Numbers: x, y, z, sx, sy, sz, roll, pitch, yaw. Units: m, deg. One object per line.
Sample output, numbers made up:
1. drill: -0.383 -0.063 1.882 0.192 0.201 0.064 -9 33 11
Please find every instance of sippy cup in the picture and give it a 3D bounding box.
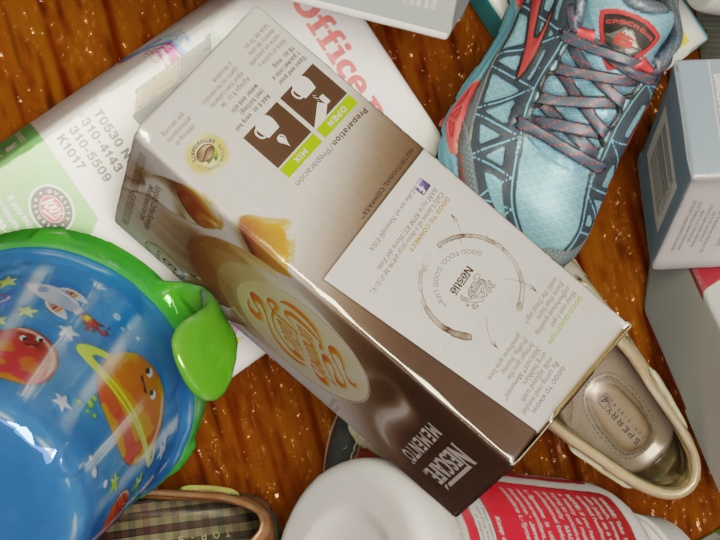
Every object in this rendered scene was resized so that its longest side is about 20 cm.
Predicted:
1. sippy cup: -0.145 0.068 0.947 0.139 0.130 0.178 28 116 -1

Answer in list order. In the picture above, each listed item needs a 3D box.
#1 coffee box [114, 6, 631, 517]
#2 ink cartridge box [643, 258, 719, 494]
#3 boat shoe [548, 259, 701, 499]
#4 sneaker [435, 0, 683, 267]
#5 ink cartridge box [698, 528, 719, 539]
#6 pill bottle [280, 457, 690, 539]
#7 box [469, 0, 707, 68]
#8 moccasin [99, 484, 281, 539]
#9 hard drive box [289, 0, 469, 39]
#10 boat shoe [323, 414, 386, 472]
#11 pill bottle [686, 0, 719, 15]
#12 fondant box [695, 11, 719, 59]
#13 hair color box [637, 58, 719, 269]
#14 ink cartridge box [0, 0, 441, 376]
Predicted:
1. coffee box: 0.000 0.000 0.933 0.200 0.114 0.080 40 71 4
2. ink cartridge box: 0.253 0.026 1.072 0.199 0.146 0.083 -6 130 -9
3. boat shoe: 0.087 0.033 1.030 0.072 0.065 0.200 -44 115 0
4. sneaker: 0.094 -0.093 0.985 0.079 0.096 0.200 21 70 -14
5. ink cartridge box: 0.283 0.167 1.137 0.200 0.076 0.148 -29 101 -4
6. pill bottle: 0.067 0.151 1.051 0.200 0.112 0.113 10 96 -40
7. box: 0.076 -0.171 1.074 0.082 0.049 0.200 -35 101 -5
8. moccasin: -0.138 0.137 1.048 0.201 0.078 0.074 -3 69 4
9. hard drive box: -0.037 -0.179 0.968 0.199 0.156 0.077 15 115 7
10. boat shoe: 0.034 0.061 1.090 0.071 0.063 0.200 19 95 -13
11. pill bottle: 0.254 -0.149 1.018 0.199 0.110 0.110 7 96 -10
12. fondant box: 0.239 -0.155 1.100 0.144 0.058 0.201 -8 99 -9
13. hair color box: 0.233 -0.050 1.008 0.199 0.099 0.061 -2 67 -5
14. ink cartridge box: -0.067 -0.039 1.048 0.200 0.084 0.145 -35 101 -5
